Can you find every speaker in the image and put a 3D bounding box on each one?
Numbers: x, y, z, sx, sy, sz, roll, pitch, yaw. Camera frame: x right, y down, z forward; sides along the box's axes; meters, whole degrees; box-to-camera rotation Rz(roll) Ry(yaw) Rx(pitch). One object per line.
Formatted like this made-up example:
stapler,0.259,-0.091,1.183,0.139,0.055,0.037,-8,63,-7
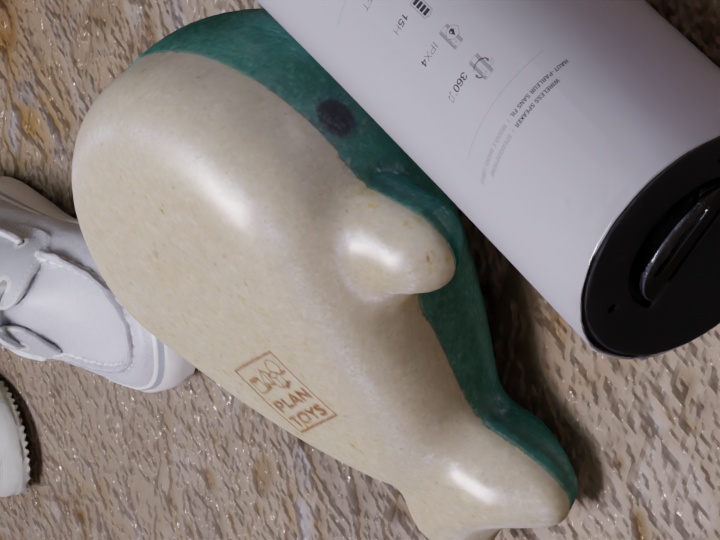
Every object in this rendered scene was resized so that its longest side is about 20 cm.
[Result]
speaker,0.039,-0.063,0.856,0.200,0.081,0.081,47,143,37

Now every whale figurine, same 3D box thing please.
whale figurine,0.000,0.000,0.969,0.200,0.104,0.159,47,150,-6

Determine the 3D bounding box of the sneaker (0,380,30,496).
sneaker,-0.240,0.076,1.399,0.200,0.099,0.070,6,109,59

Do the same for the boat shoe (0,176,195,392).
boat shoe,-0.137,0.006,1.212,0.200,0.068,0.072,31,132,50
